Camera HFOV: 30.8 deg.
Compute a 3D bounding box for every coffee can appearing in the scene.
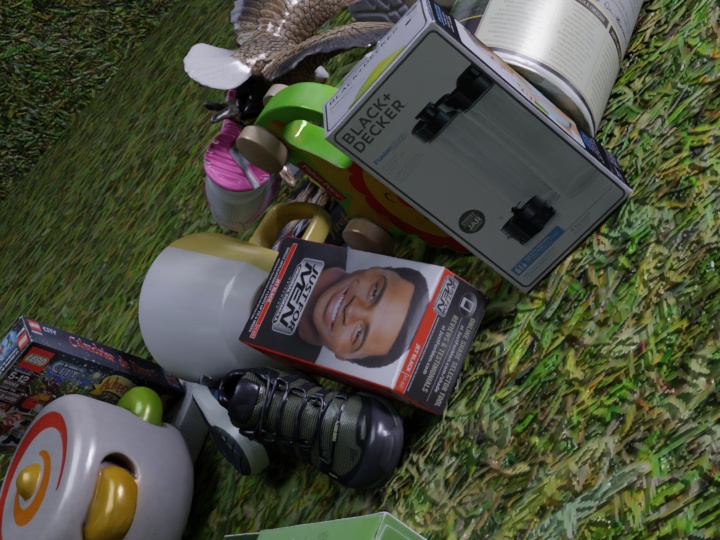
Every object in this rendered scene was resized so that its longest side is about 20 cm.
[{"bbox_3d":[0.143,-0.191,1.048,0.146,0.146,0.200,-23,36,53],"label":"coffee can"}]

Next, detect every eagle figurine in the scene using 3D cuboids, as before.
[{"bbox_3d":[-0.052,-0.204,1.187,0.200,0.152,0.151,-48,9,14],"label":"eagle figurine"}]

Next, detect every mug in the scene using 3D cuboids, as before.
[{"bbox_3d":[-0.110,0.021,1.242,0.153,0.149,0.187,3,87,54],"label":"mug"}]

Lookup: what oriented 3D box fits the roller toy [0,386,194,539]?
[{"bbox_3d":[-0.256,0.216,1.222,0.183,0.140,0.200,-52,33,23],"label":"roller toy"}]

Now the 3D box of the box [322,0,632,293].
[{"bbox_3d":[0.082,-0.087,0.939,0.117,0.200,0.060,-44,23,20],"label":"box"}]

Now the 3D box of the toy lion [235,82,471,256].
[{"bbox_3d":[0.018,-0.082,1.065,0.069,0.200,0.192,-58,20,-22],"label":"toy lion"}]

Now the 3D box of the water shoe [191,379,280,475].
[{"bbox_3d":[-0.097,0.135,1.188,0.079,0.072,0.200,-28,16,-12],"label":"water shoe"}]

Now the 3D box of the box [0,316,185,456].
[{"bbox_3d":[-0.293,0.133,1.302,0.137,0.200,0.038,-48,48,15],"label":"box"}]

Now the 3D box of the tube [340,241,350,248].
[{"bbox_3d":[0.000,0.000,1.204,0.077,0.050,0.200,-38,17,11],"label":"tube"}]

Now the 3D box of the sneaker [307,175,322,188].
[{"bbox_3d":[0.040,-0.114,1.269,0.200,0.105,0.076,-32,-8,-28],"label":"sneaker"}]

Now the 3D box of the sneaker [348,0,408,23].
[{"bbox_3d":[0.077,-0.370,1.590,0.200,0.078,0.112,-22,31,36],"label":"sneaker"}]

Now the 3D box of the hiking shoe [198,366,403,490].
[{"bbox_3d":[-0.049,0.118,0.994,0.200,0.100,0.076,10,89,56],"label":"hiking shoe"}]

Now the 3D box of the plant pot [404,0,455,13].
[{"bbox_3d":[0.111,-0.285,1.223,0.200,0.200,0.135,-4,65,63],"label":"plant pot"}]

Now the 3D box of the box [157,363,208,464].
[{"bbox_3d":[-0.198,0.149,1.396,0.144,0.036,0.200,-31,29,45],"label":"box"}]

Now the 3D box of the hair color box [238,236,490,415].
[{"bbox_3d":[-0.001,0.039,1.028,0.200,0.061,0.102,11,74,49],"label":"hair color box"}]

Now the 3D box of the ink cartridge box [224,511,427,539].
[{"bbox_3d":[-0.013,0.209,0.813,0.200,0.104,0.059,-22,36,53],"label":"ink cartridge box"}]

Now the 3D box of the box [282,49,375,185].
[{"bbox_3d":[0.007,-0.178,1.352,0.156,0.041,0.200,-37,-1,-43],"label":"box"}]

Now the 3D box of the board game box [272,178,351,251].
[{"bbox_3d":[-0.041,-0.062,1.371,0.200,0.035,0.136,-39,23,40],"label":"board game box"}]

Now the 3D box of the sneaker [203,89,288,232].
[{"bbox_3d":[-0.108,-0.114,1.272,0.200,0.081,0.088,-67,-5,-47],"label":"sneaker"}]
